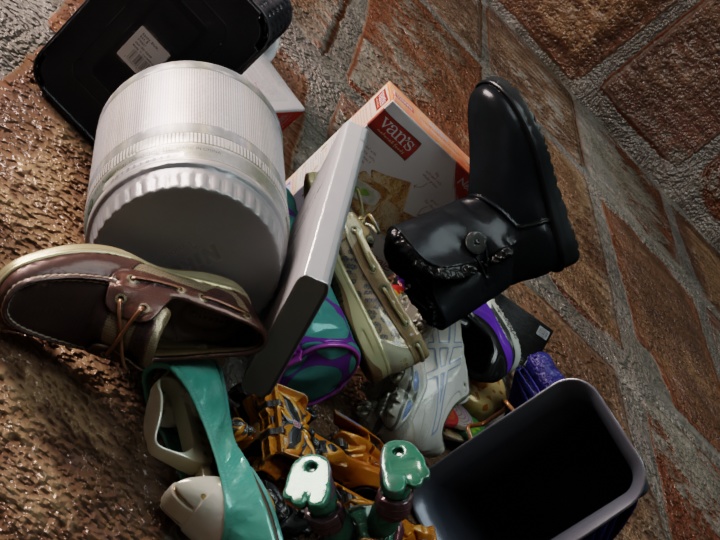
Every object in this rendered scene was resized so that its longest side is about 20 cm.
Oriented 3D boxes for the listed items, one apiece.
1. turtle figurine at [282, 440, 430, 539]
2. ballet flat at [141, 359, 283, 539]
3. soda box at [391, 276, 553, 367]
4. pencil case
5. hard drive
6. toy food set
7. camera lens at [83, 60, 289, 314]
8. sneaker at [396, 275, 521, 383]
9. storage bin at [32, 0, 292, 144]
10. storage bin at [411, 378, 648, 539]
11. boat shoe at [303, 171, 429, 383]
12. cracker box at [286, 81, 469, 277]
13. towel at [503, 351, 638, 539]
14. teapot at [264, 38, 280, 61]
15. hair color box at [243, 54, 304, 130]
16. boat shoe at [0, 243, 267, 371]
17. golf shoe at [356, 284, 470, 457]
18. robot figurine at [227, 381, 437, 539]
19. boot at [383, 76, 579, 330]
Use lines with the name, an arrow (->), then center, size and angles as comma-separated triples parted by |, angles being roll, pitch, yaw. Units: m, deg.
turtle figurine -> 0.005, 0.214, 0.915 | 0.101, 0.149, 0.201 | 49, -26, 48
ballet flat -> -0.114, 0.141, 0.887 | 0.070, 0.067, 0.201 | 4, 45, -33
soda box -> 0.130, 0.046, 1.464 | 0.200, 0.064, 0.071 | 34, -4, -36
pencil case -> -0.068, 0.019, 1.127 | 0.092, 0.085, 0.201 | 44, 17, -54
hard drive -> -0.042, -0.012, 1.003 | 0.027, 0.132, 0.201 | 24, 39, -8
toy food set -> 0.069, 0.096, 1.314 | 0.200, 0.049, 0.198 | 50, 22, -1
camera lens -> -0.139, -0.062, 1.020 | 0.160, 0.160, 0.201 | 37, 25, -28
sneaker -> 0.087, 0.032, 1.294 | 0.200, 0.070, 0.099 | 52, 24, 6
storage bin -> -0.175, -0.203, 1.124 | 0.135, 0.200, 0.094 | 46, 21, -9
storage bin -> 0.163, 0.197, 1.162 | 0.146, 0.200, 0.134 | 59, 13, 24
boat shoe -> 0.000, 0.000, 1.154 | 0.073, 0.062, 0.201 | 123, -53, -80
cracker box -> 0.006, -0.068, 1.251 | 0.134, 0.200, 0.058 | 40, 19, -21
towel -> 0.204, 0.201, 1.303 | 0.049, 0.148, 0.201 | -9, 47, -21
teapot -> -0.162, -0.332, 1.439 | 0.199, 0.197, 0.147 | 12, 75, -16
hair color box -> -0.149, -0.192, 1.342 | 0.111, 0.064, 0.200 | 54, 21, 7
boat shoe -> -0.157, 0.033, 0.886 | 0.199, 0.073, 0.072 | 11, 19, -33
golf shoe -> 0.069, 0.084, 1.212 | 0.097, 0.078, 0.201 | 36, 63, -26
robot figurine -> -0.027, 0.159, 1.010 | 0.200, 0.058, 0.145 | 35, 28, -34
boot -> 0.096, -0.063, 1.164 | 0.201, 0.167, 0.076 | 69, -21, -2
